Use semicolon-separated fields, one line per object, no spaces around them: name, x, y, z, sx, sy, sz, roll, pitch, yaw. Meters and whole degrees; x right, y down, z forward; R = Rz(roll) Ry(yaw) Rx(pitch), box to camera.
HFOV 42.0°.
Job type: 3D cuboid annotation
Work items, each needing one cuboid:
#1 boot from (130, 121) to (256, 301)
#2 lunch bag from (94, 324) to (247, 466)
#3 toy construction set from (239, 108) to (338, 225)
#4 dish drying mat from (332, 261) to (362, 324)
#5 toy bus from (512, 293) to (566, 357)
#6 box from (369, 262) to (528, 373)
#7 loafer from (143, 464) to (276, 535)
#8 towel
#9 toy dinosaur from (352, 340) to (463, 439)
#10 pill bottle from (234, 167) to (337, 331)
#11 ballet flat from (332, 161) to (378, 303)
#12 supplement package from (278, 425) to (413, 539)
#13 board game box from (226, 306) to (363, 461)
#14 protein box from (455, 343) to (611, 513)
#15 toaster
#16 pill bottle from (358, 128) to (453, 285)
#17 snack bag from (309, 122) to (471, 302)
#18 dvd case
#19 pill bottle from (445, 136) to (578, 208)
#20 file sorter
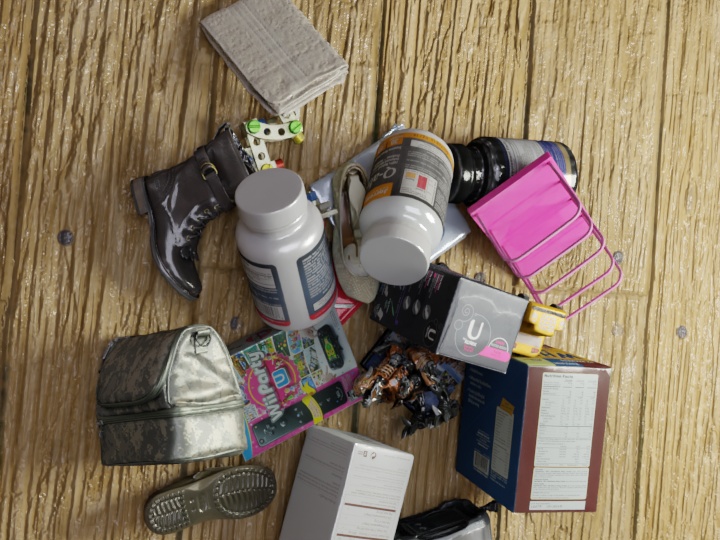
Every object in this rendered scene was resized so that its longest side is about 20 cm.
boot;-0.204;-0.078;1.266;0.172;0.069;0.203;-22;94;8
lunch bag;-0.251;0.161;1.213;0.138;0.198;0.171;2;80;-45
toy construction set;-0.111;-0.143;1.320;0.129;0.092;0.203;-20;85;-15
dish drying mat;0.000;0.000;1.385;0.200;0.018;0.077;-46;101;-12
toy bus;0.207;0.070;1.328;0.064;0.199;0.080;16;90;-22
box;0.117;0.054;1.291;0.121;0.199;0.108;17;93;-27
loafer;-0.210;0.308;1.296;0.197;0.067;0.078;-3;94;-33
towel;-0.119;-0.307;1.304;0.131;0.035;0.201;-32;69;-15
toy dinosaur;0.082;0.157;1.346;0.197;0.102;0.138;-23;84;-17
pill bottle;-0.101;-0.029;1.240;0.118;0.120;0.202;-25;136;-15
ballet flat;-0.008;-0.054;1.323;0.066;0.062;0.204;-8;87;-15
supplement package;-0.024;0.334;1.309;0.116;0.116;0.204;19;85;-38
board game box;-0.106;0.151;1.317;0.198;0.064;0.150;-25;106;-14
protein box;0.243;0.218;1.354;0.132;0.198;0.204;4;94;-18
toaster;0.120;0.421;1.371;0.197;0.113;0.132;-13;97;-19
pill bottle;0.060;-0.087;1.272;0.115;0.116;0.202;27;48;-15
snack bag;0.040;-0.087;1.383;0.187;0.021;0.202;-35;94;-15
dvd case;0.110;0.109;1.418;0.142;0.018;0.201;42;79;-12
pill bottle;0.213;-0.140;1.391;0.197;0.111;0.114;0;90;-24
file sorter;0.273;-0.036;1.345;0.138;0.126;0.200;-35;137;12
